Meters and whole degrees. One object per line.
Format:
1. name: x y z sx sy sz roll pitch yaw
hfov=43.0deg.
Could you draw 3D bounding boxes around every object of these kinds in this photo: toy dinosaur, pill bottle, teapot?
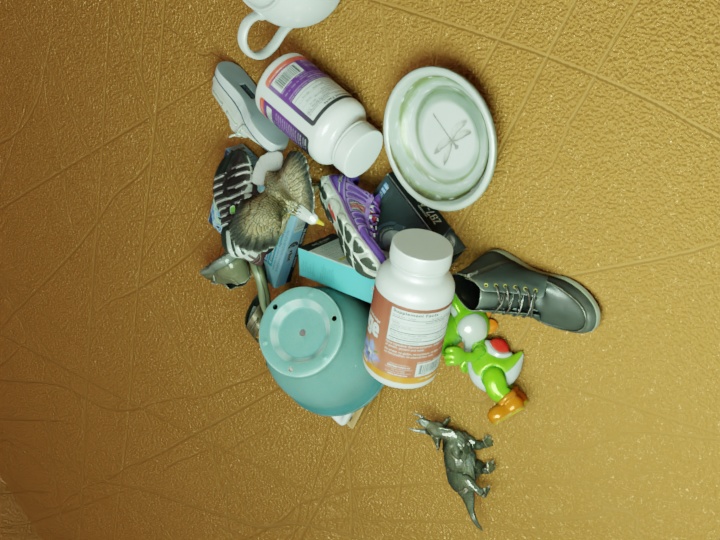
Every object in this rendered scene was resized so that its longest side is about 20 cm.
1. toy dinosaur: 0.165 0.310 1.458 0.102 0.076 0.203 -12 104 59
2. pill bottle: -0.061 -0.235 1.400 0.200 0.111 0.112 43 133 24
3. teapot: -0.125 -0.446 1.347 0.196 0.145 0.203 -21 93 48
4. pill bottle: 0.069 0.051 1.255 0.111 0.111 0.203 30 126 32

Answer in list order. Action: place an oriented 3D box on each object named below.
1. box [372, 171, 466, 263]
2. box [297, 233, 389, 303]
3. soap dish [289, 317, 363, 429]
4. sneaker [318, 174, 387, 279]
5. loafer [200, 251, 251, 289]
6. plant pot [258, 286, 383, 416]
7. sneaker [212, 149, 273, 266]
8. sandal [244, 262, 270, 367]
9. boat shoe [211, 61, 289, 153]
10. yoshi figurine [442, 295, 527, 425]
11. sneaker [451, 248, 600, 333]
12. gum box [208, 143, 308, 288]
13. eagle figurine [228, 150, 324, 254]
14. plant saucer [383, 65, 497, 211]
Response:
1. box: 0.055 -0.033 1.422 0.161 0.043 0.200 54 136 14
2. box: 0.000 0.000 1.399 0.198 0.082 0.050 20 122 39
3. soap dish: -0.044 0.151 1.578 0.200 0.081 0.159 44 133 22
4. sneaker: 0.001 -0.077 1.348 0.081 0.082 0.202 86 164 -53
5. loafer: -0.246 0.007 1.691 0.070 0.075 0.200 55 167 -6
6. plant pot: -0.067 0.112 1.412 0.196 0.188 0.204 -4 73 15
7. sneaker: -0.194 -0.097 1.565 0.074 0.115 0.203 -14 63 20
8. sandal: -0.181 0.075 1.625 0.080 0.056 0.205 -128 28 -72
9. boat shoe: -0.197 -0.257 1.556 0.203 0.074 0.087 51 135 19
10. yoshi figurine: 0.159 0.132 1.348 0.202 0.111 0.112 61 144 9
11. sneaker: 0.220 0.044 1.243 0.198 0.105 0.076 27 125 35
12. gum box: -0.183 -0.097 1.635 0.200 0.044 0.171 44 134 24
13. eagle figurine: -0.120 -0.111 1.431 0.148 0.200 0.155 2 96 12
14. plant saucer: 0.119 -0.187 1.284 0.198 0.050 0.204 20 121 38
